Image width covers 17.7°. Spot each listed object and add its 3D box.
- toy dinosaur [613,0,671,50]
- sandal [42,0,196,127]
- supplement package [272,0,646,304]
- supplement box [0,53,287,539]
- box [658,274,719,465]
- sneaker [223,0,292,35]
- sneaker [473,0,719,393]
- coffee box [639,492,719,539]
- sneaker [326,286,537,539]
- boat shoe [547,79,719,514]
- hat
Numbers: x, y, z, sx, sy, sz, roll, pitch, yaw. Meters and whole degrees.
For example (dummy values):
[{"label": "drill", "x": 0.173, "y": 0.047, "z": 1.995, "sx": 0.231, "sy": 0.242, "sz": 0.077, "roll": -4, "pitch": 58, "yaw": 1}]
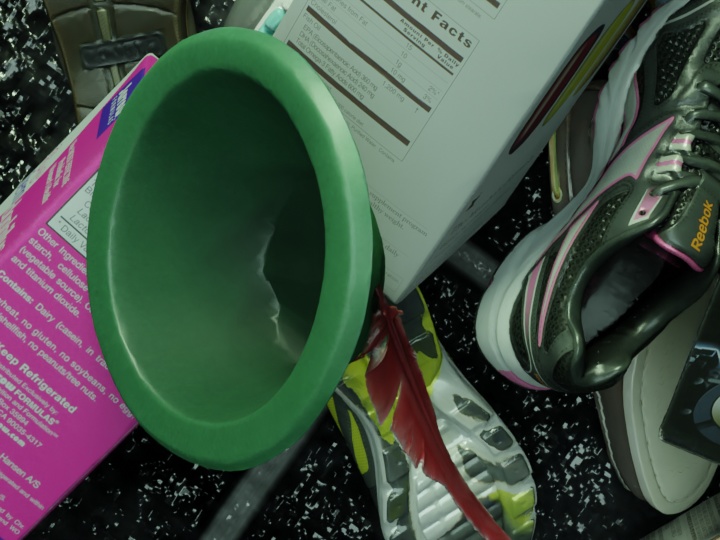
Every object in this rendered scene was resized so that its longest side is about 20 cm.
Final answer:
[{"label": "toy dinosaur", "x": 0.123, "y": -0.186, "z": 1.048, "sx": 0.105, "sy": 0.200, "sz": 0.182, "roll": 10, "pitch": 71, "yaw": 42}, {"label": "sandal", "x": -0.103, "y": -0.124, "z": 1.073, "sx": 0.082, "sy": 0.055, "sz": 0.200, "roll": -8, "pitch": 109, "yaw": 5}, {"label": "supplement package", "x": 0.043, "y": -0.106, "z": 0.963, "sx": 0.109, "sy": 0.114, "sz": 0.200, "roll": 39, "pitch": 130, "yaw": 7}, {"label": "supplement box", "x": -0.127, "y": 0.015, "z": 1.038, "sx": 0.200, "sy": 0.101, "sz": 0.103, "roll": -43, "pitch": 106, "yaw": 12}, {"label": "box", "x": 0.205, "y": -0.031, "z": 0.932, "sx": 0.086, "sy": 0.164, "sz": 0.200, "roll": 23, "pitch": 123, "yaw": 9}, {"label": "sneaker", "x": -0.014, "y": -0.189, "z": 1.055, "sx": 0.091, "sy": 0.078, "sz": 0.200, "roll": 34, "pitch": 93, "yaw": 18}, {"label": "sneaker", "x": 0.132, "y": -0.028, "z": 0.962, "sx": 0.080, "sy": 0.086, "sz": 0.200, "roll": 28, "pitch": 92, "yaw": -20}, {"label": "coffee box", "x": 0.202, "y": 0.145, "z": 1.020, "sx": 0.200, "sy": 0.080, "sz": 0.115, "roll": -31, "pitch": 92, "yaw": 7}, {"label": "sneaker", "x": 0.022, "y": 0.060, "z": 1.065, "sx": 0.074, "sy": 0.085, "sz": 0.200, "roll": -25, "pitch": 113, "yaw": -4}, {"label": "boat shoe", "x": 0.124, "y": 0.011, "z": 1.053, "sx": 0.059, "sy": 0.072, "sz": 0.200, "roll": 7, "pitch": 110, "yaw": 46}, {"label": "hat", "x": 0.000, "y": 0.000, "z": 0.964, "sx": 0.166, "sy": 0.176, "sz": 0.200, "roll": 46, "pitch": 123, "yaw": 36}]
